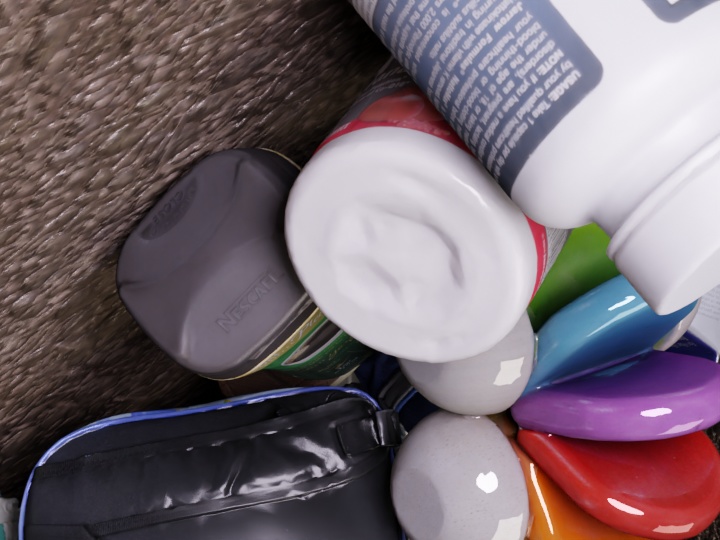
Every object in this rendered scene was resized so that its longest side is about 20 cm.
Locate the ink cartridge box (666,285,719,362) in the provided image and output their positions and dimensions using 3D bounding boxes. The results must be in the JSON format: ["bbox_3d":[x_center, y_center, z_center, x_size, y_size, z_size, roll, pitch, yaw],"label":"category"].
[{"bbox_3d":[0.189,-0.001,1.420,0.200,0.040,0.201,162,-56,-75],"label":"ink cartridge box"}]

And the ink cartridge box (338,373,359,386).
[{"bbox_3d":[0.066,0.075,1.526,0.200,0.116,0.068,-20,159,-51],"label":"ink cartridge box"}]

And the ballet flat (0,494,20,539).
[{"bbox_3d":[-0.229,0.192,1.248,0.072,0.072,0.200,-29,164,-35],"label":"ballet flat"}]

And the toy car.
[{"bbox_3d":[0.115,0.065,1.101,0.175,0.150,0.201,-15,114,-36],"label":"toy car"}]

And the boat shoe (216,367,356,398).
[{"bbox_3d":[0.004,0.005,1.218,0.202,0.075,0.075,-46,163,25],"label":"boat shoe"}]

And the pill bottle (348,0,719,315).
[{"bbox_3d":[0.086,-0.086,0.864,0.119,0.200,0.120,-35,166,-10],"label":"pill bottle"}]

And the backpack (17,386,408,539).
[{"bbox_3d":[-0.076,0.166,1.181,0.199,0.184,0.147,-5,161,-6],"label":"backpack"}]

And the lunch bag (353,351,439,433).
[{"bbox_3d":[0.070,0.034,1.369,0.136,0.132,0.200,-41,166,13],"label":"lunch bag"}]

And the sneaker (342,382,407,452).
[{"bbox_3d":[0.018,0.136,1.344,0.200,0.093,0.071,-70,162,-61],"label":"sneaker"}]

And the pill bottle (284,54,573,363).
[{"bbox_3d":[0.054,-0.058,0.988,0.111,0.111,0.200,-51,-177,42],"label":"pill bottle"}]

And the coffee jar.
[{"bbox_3d":[-0.038,0.000,1.069,0.104,0.085,0.200,-45,167,9],"label":"coffee jar"}]
